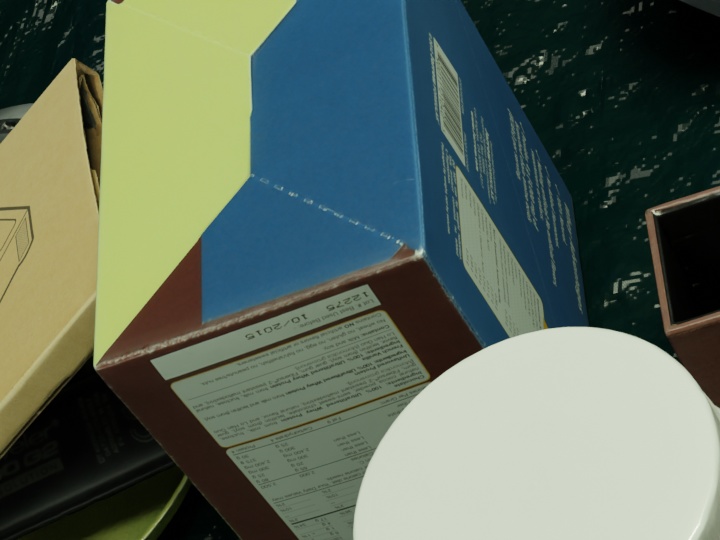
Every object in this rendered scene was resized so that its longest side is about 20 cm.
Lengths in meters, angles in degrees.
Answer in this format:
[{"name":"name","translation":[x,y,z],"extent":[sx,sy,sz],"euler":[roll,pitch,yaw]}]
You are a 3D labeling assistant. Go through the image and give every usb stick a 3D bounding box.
[{"name":"usb stick","translation":[-0.163,0.095,1.063],"extent":[0.199,0.033,0.056],"euler":[-25,69,10]}]

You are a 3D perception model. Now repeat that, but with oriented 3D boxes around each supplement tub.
[{"name":"supplement tub","translation":[0.092,0.126,0.815],"extent":[0.139,0.200,0.141],"euler":[-16,47,18]}]

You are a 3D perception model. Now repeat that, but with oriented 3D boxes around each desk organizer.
[{"name":"desk organizer","translation":[0.217,-0.006,0.940],"extent":[0.199,0.077,0.072],"euler":[-18,46,17]}]

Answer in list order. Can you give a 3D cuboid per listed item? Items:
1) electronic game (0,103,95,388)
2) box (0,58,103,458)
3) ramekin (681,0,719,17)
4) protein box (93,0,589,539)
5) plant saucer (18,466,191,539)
[{"name":"electronic game","translation":[-0.180,0.008,1.146],"extent":[0.199,0.042,0.201],"euler":[-15,54,22]},{"name":"box","translation":[-0.168,0.026,1.028],"extent":[0.200,0.021,0.164],"euler":[-48,33,21]},{"name":"ramekin","translation":[0.195,-0.194,1.055],"extent":[0.202,0.094,0.203],"euler":[-44,31,36]},{"name":"protein box","translation":[0.000,0.000,0.975],"extent":[0.134,0.200,0.200],"euler":[-18,46,16]},{"name":"plant saucer","translation":[-0.149,0.087,1.113],"extent":[0.199,0.031,0.201],"euler":[-17,46,18]}]
